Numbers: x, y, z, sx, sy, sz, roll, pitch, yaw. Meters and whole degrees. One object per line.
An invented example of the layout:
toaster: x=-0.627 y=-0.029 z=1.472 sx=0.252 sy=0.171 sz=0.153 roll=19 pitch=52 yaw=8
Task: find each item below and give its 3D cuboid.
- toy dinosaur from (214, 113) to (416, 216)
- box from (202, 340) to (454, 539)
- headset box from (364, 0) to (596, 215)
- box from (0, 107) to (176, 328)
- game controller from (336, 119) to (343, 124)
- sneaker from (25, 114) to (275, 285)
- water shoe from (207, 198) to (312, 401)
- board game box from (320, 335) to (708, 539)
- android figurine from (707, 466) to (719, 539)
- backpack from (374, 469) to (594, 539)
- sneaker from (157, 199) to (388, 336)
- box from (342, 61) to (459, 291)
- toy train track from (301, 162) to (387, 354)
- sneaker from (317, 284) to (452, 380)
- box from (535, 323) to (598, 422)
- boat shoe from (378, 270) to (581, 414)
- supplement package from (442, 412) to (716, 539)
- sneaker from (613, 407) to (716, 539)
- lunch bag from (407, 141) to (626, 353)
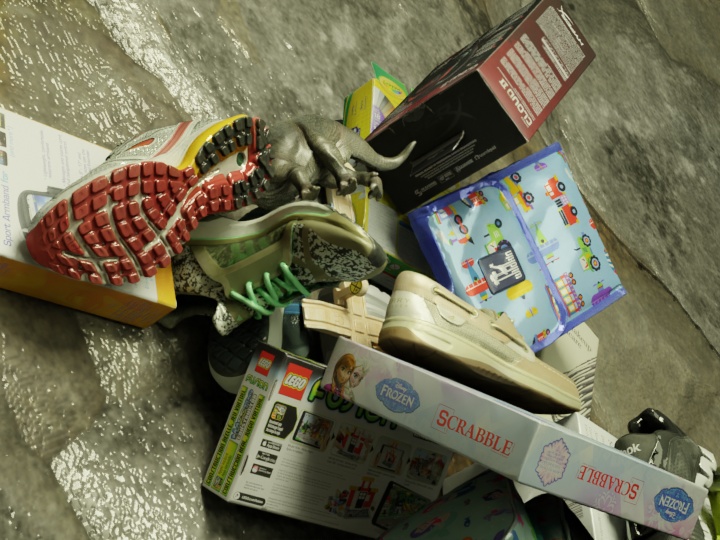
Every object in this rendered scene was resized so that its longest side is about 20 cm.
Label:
toy dinosaur: x=-0.045 y=-0.084 z=1.058 sx=0.199 sy=0.077 sz=0.103 roll=-29 pitch=63 yaw=-20
box: x=-0.013 y=0.133 z=1.012 sx=0.199 sy=0.035 sz=0.111 roll=24 pitch=86 yaw=-42
headset box: x=0.096 y=-0.140 z=1.175 sx=0.075 sy=0.148 sz=0.200 roll=52 pitch=40 yaw=-10
box: x=-0.217 y=-0.041 z=0.935 sx=0.199 sy=0.041 sz=0.120 roll=19 pitch=49 yaw=-42
game controller: x=0.030 y=-0.054 z=1.287 sx=0.200 sy=0.042 sz=0.105 roll=47 pitch=20 yaw=-19
sneaker: x=-0.148 y=-0.049 z=0.942 sx=0.199 sy=0.082 sz=0.079 roll=-31 pitch=119 yaw=-44
water shoe: x=-0.073 y=0.030 z=1.062 sx=0.201 sy=0.071 sz=0.079 roll=-78 pitch=152 yaw=-45
board game box: x=0.105 y=0.115 z=0.952 sx=0.199 sy=0.199 sz=0.042 roll=25 pitch=87 yaw=-41
android figurine: x=0.323 y=0.265 z=1.127 sx=0.182 sy=0.041 sz=0.202 roll=-7 pitch=83 yaw=-75
backpack: x=0.070 y=0.241 z=0.936 sx=0.151 sy=0.199 sz=0.178 roll=51 pitch=9 yaw=-6
sneaker: x=-0.069 y=0.010 z=0.971 sx=0.077 sy=0.198 sz=0.089 roll=48 pitch=49 yaw=-41
box: x=0.035 y=-0.080 z=1.227 sx=0.117 sy=0.048 sz=0.202 roll=29 pitch=52 yaw=-33
toy train track: x=0.000 y=0.000 z=1.081 sx=0.114 sy=0.032 sz=0.202 roll=17 pitch=56 yaw=-46
sneaker: x=0.038 y=0.085 z=1.162 sx=0.199 sy=0.074 sz=0.083 roll=26 pitch=57 yaw=-30
box: x=0.169 y=0.117 z=1.296 sx=0.082 sy=0.068 sz=0.201 roll=44 pitch=36 yaw=-21
boat shoe: x=0.101 y=0.060 z=1.076 sx=0.199 sy=0.072 sz=0.066 roll=26 pitch=66 yaw=-30
supplement package: x=0.190 y=0.246 z=1.141 sx=0.199 sy=0.150 sz=0.153 roll=33 pitch=40 yaw=-34
sneaker: x=0.220 y=0.173 z=1.047 sx=0.091 sy=0.066 sz=0.200 roll=48 pitch=30 yaw=-9
lunch bag: x=0.120 y=-0.004 z=1.192 sx=0.199 sy=0.094 sz=0.152 roll=-27 pitch=93 yaw=-47
